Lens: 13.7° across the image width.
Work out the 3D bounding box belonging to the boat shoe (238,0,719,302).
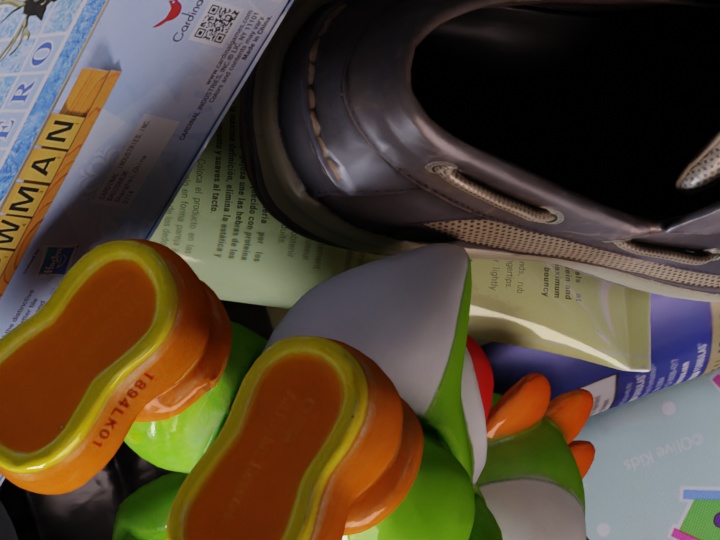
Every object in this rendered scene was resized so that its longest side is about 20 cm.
[{"bbox_3d":[0.073,-0.029,0.663,0.199,0.075,0.073,-3,180,-28],"label":"boat shoe"}]

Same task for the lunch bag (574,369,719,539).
[{"bbox_3d":[0.103,0.089,0.851,0.199,0.161,0.077,-20,-169,3],"label":"lunch bag"}]

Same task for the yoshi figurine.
[{"bbox_3d":[-0.008,0.068,0.663,0.111,0.113,0.200,-16,158,20],"label":"yoshi figurine"}]

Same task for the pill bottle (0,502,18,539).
[{"bbox_3d":[-0.188,0.089,0.782,0.199,0.113,0.112,6,144,-48],"label":"pill bottle"}]

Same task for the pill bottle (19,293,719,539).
[{"bbox_3d":[0.000,0.000,0.763,0.199,0.112,0.112,-20,157,-9],"label":"pill bottle"}]

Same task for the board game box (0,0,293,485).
[{"bbox_3d":[-0.120,-0.033,0.566,0.199,0.041,0.200,12,118,-46],"label":"board game box"}]

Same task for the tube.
[{"bbox_3d":[-0.028,-0.020,0.687,0.199,0.052,0.058,4,118,-11],"label":"tube"}]
